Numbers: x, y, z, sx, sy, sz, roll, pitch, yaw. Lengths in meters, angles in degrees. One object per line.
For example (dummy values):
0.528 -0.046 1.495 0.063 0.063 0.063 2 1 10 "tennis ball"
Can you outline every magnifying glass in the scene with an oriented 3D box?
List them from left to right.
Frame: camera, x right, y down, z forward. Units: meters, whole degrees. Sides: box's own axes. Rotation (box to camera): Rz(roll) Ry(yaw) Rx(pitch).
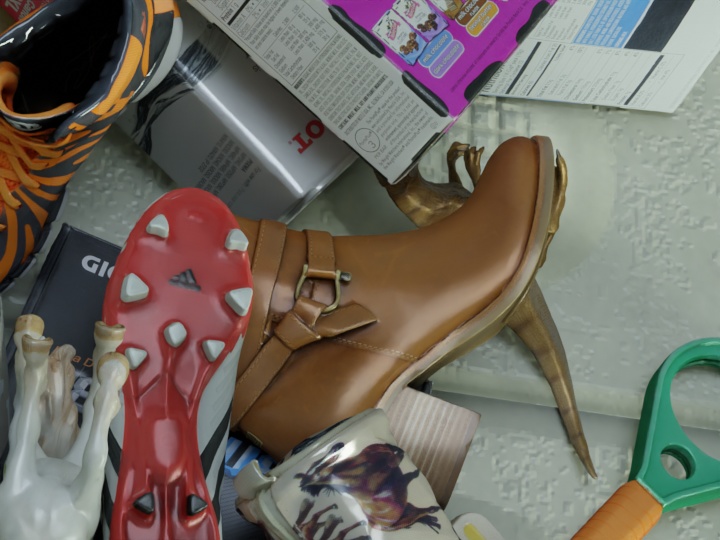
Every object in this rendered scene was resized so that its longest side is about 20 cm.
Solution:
0.151 0.101 1.346 0.080 0.022 0.200 44 52 6 "magnifying glass"

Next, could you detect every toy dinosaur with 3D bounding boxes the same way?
0.072 0.000 1.376 0.200 0.060 0.106 51 57 -15 "toy dinosaur"

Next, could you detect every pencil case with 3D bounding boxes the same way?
0.020 0.157 1.198 0.201 0.078 0.089 59 36 -1 "pencil case"

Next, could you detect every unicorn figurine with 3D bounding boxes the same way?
-0.133 0.093 1.106 0.074 0.200 0.138 13 96 12 "unicorn figurine"

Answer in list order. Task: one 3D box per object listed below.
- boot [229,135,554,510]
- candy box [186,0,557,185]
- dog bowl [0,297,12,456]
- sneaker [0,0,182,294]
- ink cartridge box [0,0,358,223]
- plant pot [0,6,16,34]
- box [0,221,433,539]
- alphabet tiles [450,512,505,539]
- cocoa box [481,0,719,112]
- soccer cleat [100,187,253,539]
0.000 0.000 1.280 0.154 0.074 0.201 22 67 0 "boot"
-0.016 -0.153 1.299 0.200 0.061 0.136 43 42 -2 "candy box"
-0.243 0.066 1.187 0.199 0.059 0.200 -12 32 7 "dog bowl"
-0.164 -0.060 1.251 0.077 0.112 0.200 36 97 4 "sneaker"
-0.066 -0.130 1.367 0.200 0.084 0.145 46 58 1 "ink cartridge box"
-0.260 -0.120 1.354 0.199 0.028 0.201 7 61 -13 "plant pot"
-0.088 0.102 1.279 0.199 0.050 0.199 24 60 -4 "box"
0.026 0.206 1.242 0.196 0.015 0.200 49 55 -6 "alphabet tiles"
0.120 -0.204 1.447 0.131 0.133 0.201 4 62 -14 "cocoa box"
-0.088 0.063 1.213 0.068 0.085 0.201 7 72 -16 "soccer cleat"
